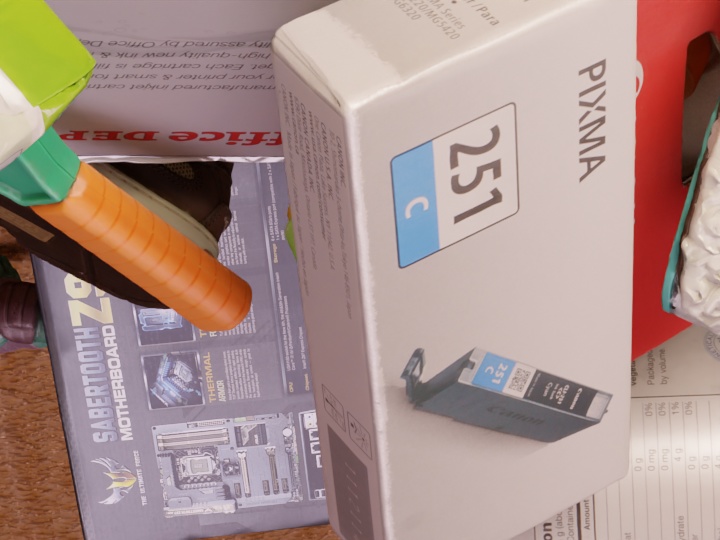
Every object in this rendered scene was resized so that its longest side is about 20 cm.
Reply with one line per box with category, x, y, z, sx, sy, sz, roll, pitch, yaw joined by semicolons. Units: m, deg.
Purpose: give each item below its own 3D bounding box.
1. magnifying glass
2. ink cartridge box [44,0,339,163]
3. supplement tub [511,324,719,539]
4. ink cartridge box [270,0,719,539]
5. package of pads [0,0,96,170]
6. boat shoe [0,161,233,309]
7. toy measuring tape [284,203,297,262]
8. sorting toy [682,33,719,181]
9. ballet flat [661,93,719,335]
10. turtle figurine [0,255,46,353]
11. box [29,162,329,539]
magnifying glass;-0.107;-0.036;0.665;0.080;0.022;0.200;-4;149;45
ink cartridge box;-0.051;-0.106;0.651;0.146;0.086;0.200;-1;163;-13
supplement tub;0.122;0.074;0.822;0.200;0.132;0.132;-3;162;7
ink cartridge box;0.065;-0.016;0.662;0.176;0.045;0.200;-27;137;-21
package of pads;-0.185;-0.081;0.555;0.200;0.068;0.154;50;137;-13
boat shoe;-0.132;-0.064;0.774;0.202;0.075;0.075;32;154;-25
toy measuring tape;0.000;0.000;0.745;0.073;0.074;0.200;1;158;-18
sorting toy;0.122;-0.052;0.776;0.185;0.037;0.200;27;158;-4
ballet flat;0.140;-0.066;0.649;0.072;0.200;0.072;10;-161;-4
turtle figurine;-0.088;0.008;0.967;0.200;0.101;0.150;-6;162;18
box;-0.047;0.014;0.889;0.157;0.051;0.200;-7;121;-1
